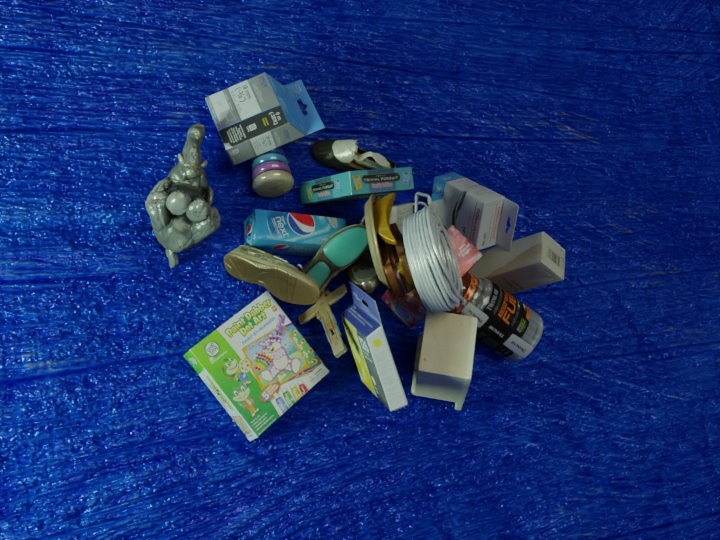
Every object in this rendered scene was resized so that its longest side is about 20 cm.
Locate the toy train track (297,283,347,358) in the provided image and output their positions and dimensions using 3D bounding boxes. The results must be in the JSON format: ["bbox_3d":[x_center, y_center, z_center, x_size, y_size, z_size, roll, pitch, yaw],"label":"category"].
[{"bbox_3d":[-0.056,0.098,1.470,0.033,0.114,0.201,49,10,-37],"label":"toy train track"}]

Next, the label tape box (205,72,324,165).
[{"bbox_3d":[-0.191,-0.314,1.532,0.199,0.063,0.145,-24,63,-4],"label":"label tape box"}]

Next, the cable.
[{"bbox_3d":[0.137,-0.019,1.463,0.200,0.069,0.202,13,62,-73],"label":"cable"}]

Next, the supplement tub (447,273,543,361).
[{"bbox_3d":[0.287,0.099,1.676,0.199,0.122,0.123,33,57,-14],"label":"supplement tub"}]

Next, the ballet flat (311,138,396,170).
[{"bbox_3d":[-0.008,-0.250,1.685,0.198,0.068,0.069,16,63,-24],"label":"ballet flat"}]

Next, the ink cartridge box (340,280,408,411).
[{"bbox_3d":[0.014,0.135,1.420,0.047,0.198,0.202,-22,104,-10],"label":"ink cartridge box"}]

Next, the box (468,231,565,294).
[{"bbox_3d":[0.340,-0.008,1.696,0.095,0.199,0.078,31,55,-34],"label":"box"}]

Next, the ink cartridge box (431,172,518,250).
[{"bbox_3d":[0.243,-0.124,1.686,0.067,0.117,0.200,-17,35,-35],"label":"ink cartridge box"}]

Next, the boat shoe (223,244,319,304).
[{"bbox_3d":[-0.159,0.001,1.448,0.199,0.074,0.063,24,40,13],"label":"boat shoe"}]

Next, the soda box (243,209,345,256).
[{"bbox_3d":[-0.128,-0.072,1.538,0.198,0.068,0.065,4,68,-29],"label":"soda box"}]

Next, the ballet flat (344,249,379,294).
[{"bbox_3d":[0.000,0.000,1.538,0.067,0.200,0.047,-16,113,-7],"label":"ballet flat"}]

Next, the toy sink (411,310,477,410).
[{"bbox_3d":[0.165,0.185,1.560,0.111,0.200,0.131,9,63,6],"label":"toy sink"}]

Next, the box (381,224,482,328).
[{"bbox_3d":[0.148,0.013,1.612,0.095,0.100,0.200,45,70,4],"label":"box"}]

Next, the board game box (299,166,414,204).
[{"bbox_3d":[-0.011,-0.172,1.566,0.150,0.199,0.047,-9,93,-33],"label":"board game box"}]

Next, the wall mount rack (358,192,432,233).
[{"bbox_3d":[0.093,-0.073,1.671,0.199,0.074,0.175,-16,115,-33],"label":"wall mount rack"}]

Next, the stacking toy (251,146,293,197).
[{"bbox_3d":[-0.191,-0.255,1.576,0.085,0.085,0.202,2,65,-30],"label":"stacking toy"}]

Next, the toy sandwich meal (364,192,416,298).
[{"bbox_3d":[0.061,-0.054,1.485,0.070,0.205,0.207,-11,71,10],"label":"toy sandwich meal"}]

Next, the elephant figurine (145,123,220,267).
[{"bbox_3d":[-0.323,-0.142,1.425,0.142,0.154,0.201,55,15,-41],"label":"elephant figurine"}]

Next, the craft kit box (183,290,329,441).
[{"bbox_3d":[-0.186,0.171,1.416,0.198,0.048,0.200,50,54,0],"label":"craft kit box"}]

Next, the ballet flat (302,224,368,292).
[{"bbox_3d":[-0.062,-0.019,1.506,0.071,0.071,0.200,44,92,-6],"label":"ballet flat"}]
